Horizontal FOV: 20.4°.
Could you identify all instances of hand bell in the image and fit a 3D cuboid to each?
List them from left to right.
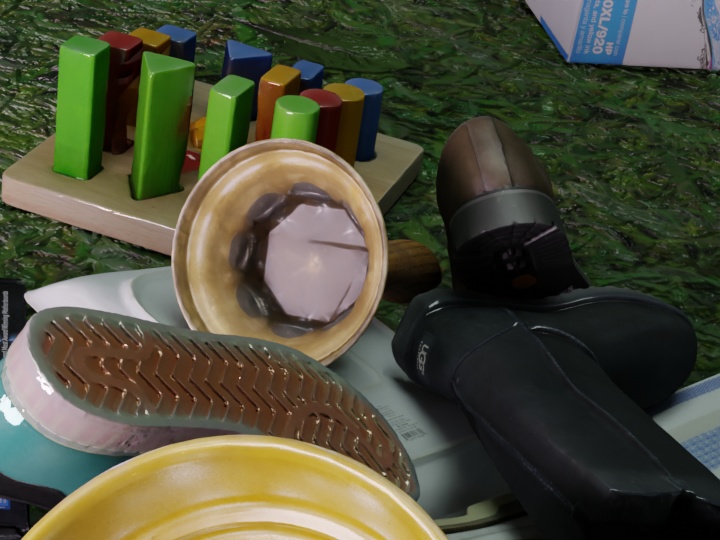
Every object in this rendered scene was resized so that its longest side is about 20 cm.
[{"bbox_3d":[0.000,0.000,0.960,0.104,0.105,0.200,21,5,21],"label":"hand bell"}]

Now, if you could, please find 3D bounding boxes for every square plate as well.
[{"bbox_3d":[-0.025,0.050,0.936,0.198,0.029,0.200,38,24,24],"label":"square plate"}]

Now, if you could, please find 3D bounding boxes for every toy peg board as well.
[{"bbox_3d":[-0.078,-0.093,1.194,0.199,0.098,0.199,17,29,14],"label":"toy peg board"}]

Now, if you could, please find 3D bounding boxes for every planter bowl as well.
[{"bbox_3d":[-0.040,0.165,0.701,0.199,0.084,0.202,-6,66,14],"label":"planter bowl"}]

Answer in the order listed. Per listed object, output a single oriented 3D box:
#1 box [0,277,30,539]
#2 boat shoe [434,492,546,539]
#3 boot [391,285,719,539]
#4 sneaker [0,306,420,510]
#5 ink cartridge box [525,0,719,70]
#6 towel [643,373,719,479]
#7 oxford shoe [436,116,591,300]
[{"bbox_3d":[-0.222,0.083,0.837,0.163,0.087,0.200,3,29,-11],"label":"box"},{"bbox_3d":[0.041,0.144,0.818,0.068,0.075,0.199,24,30,36],"label":"boat shoe"},{"bbox_3d":[0.123,0.072,0.893,0.164,0.066,0.200,0,20,-24],"label":"boot"},{"bbox_3d":[-0.068,0.072,0.784,0.199,0.080,0.072,20,38,-38],"label":"sneaker"},{"bbox_3d":[0.243,-0.245,1.521,0.199,0.145,0.147,1,30,-14],"label":"ink cartridge box"},{"bbox_3d":[0.200,0.091,0.928,0.146,0.024,0.200,-22,20,-15],"label":"towel"},{"bbox_3d":[0.075,-0.016,1.012,0.072,0.200,0.085,-12,65,-2],"label":"oxford shoe"}]
